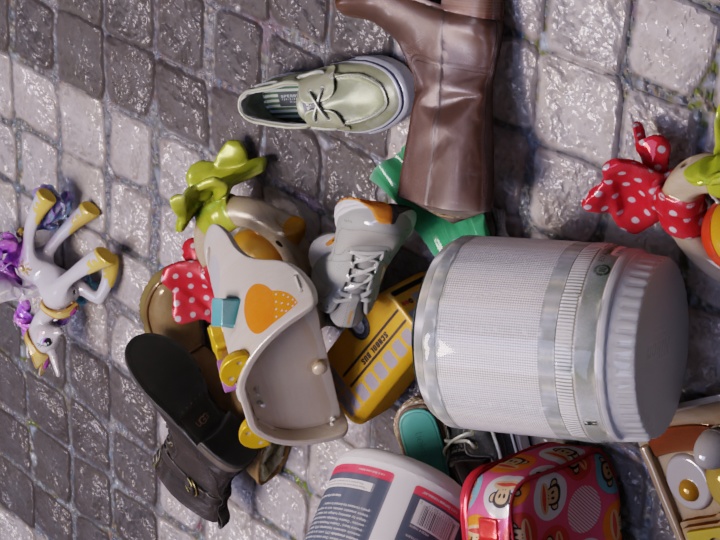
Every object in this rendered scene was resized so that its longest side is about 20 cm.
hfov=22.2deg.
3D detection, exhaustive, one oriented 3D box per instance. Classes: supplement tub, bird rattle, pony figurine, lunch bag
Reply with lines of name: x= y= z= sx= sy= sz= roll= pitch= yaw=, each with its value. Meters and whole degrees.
supplement tub: x=0.010 y=0.274 z=1.650 sx=0.139 sy=0.201 sz=0.141 roll=21 pitch=159 yaw=9
bird rattle: x=0.272 y=-0.043 z=1.409 sx=0.163 sy=0.113 sz=0.200 roll=51 pitch=143 yaw=-9
pony figurine: x=-0.371 y=0.000 z=2.095 sx=0.193 sy=0.166 sz=0.200 roll=44 pitch=120 yaw=12
bird rattle: x=-0.125 y=-0.015 z=1.836 sx=0.162 sy=0.113 sz=0.201 roll=20 pitch=127 yaw=20
lunch bag: x=0.154 y=0.261 z=1.608 sx=0.082 sy=0.175 sz=0.202 roll=3 pitch=102 yaw=43

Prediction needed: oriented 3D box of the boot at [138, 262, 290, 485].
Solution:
boot: x=-0.150 y=0.107 z=1.961 sx=0.200 sy=0.066 sz=0.176 roll=41 pitch=146 yaw=26

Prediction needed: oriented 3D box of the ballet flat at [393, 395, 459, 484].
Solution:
ballet flat: x=0.080 y=0.212 z=1.766 sx=0.070 sy=0.065 sz=0.202 roll=-6 pitch=103 yaw=14

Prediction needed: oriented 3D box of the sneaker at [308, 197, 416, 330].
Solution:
sneaker: x=0.000 y=0.000 z=1.648 sx=0.200 sy=0.075 sz=0.093 roll=126 pitch=151 yaw=-68

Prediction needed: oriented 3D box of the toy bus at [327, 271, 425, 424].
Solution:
toy bus: x=0.017 y=0.080 z=1.764 sx=0.078 sy=0.065 sz=0.200 roll=51 pitch=137 yaw=14

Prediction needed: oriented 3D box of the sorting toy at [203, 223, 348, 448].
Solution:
sorting toy: x=-0.101 y=0.052 z=1.729 sx=0.201 sy=0.106 sz=0.181 roll=78 pitch=166 yaw=-48

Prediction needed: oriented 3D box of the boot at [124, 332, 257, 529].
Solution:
boot: x=-0.196 y=0.177 z=1.962 sx=0.200 sy=0.069 sz=0.174 roll=49 pitch=148 yaw=9

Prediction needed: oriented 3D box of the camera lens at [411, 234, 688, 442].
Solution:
camera lens: x=0.151 y=0.055 z=1.497 sx=0.199 sy=0.160 sz=0.161 roll=4 pitch=113 yaw=27

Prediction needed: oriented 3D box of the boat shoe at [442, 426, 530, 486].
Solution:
boat shoe: x=0.112 y=0.162 z=1.696 sx=0.072 sy=0.071 sz=0.201 roll=-24 pitch=91 yaw=50

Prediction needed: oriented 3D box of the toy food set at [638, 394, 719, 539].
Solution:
toy food set: x=0.292 y=0.202 z=1.532 sx=0.143 sy=0.060 sz=0.201 roll=-19 pitch=94 yaw=49

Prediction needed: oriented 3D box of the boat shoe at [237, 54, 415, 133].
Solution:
boat shoe: x=-0.032 y=-0.154 z=1.700 sx=0.199 sy=0.062 sz=0.073 roll=-2 pitch=107 yaw=46

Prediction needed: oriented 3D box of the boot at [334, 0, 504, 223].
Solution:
boot: x=0.043 y=-0.144 z=1.592 sx=0.185 sy=0.064 sz=0.202 roll=12 pitch=104 yaw=41

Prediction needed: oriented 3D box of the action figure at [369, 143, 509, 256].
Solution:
action figure: x=0.096 y=-0.028 z=1.632 sx=0.118 sy=0.054 sz=0.201 roll=-40 pitch=75 yaw=47
